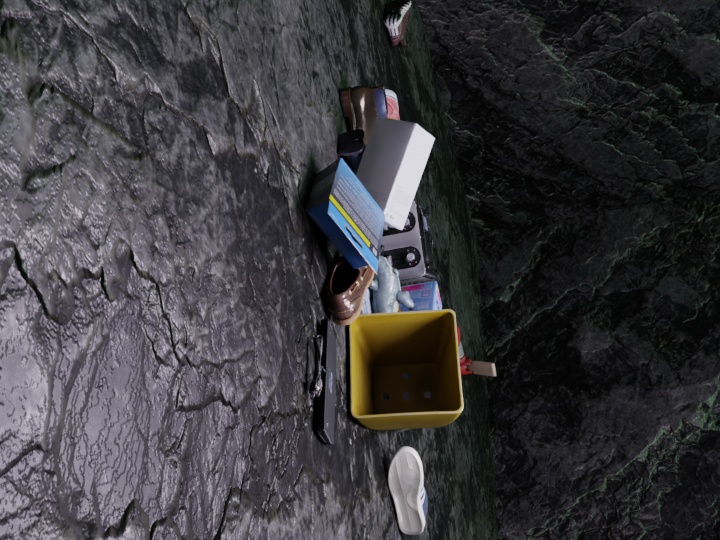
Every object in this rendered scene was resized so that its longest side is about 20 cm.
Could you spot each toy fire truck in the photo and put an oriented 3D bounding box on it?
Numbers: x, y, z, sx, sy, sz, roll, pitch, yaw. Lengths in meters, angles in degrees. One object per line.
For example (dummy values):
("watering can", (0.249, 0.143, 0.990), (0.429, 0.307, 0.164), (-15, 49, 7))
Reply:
("toy fire truck", (0.258, 0.225, 2.249), (0.129, 0.198, 0.177), (-73, 151, -63))

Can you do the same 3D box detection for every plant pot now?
("plant pot", (0.086, 0.207, 1.590), (0.177, 0.198, 0.202), (80, 7, -61))

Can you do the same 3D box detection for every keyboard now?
("keyboard", (-0.060, 0.168, 1.340), (0.128, 0.020, 0.201), (73, 13, -53))

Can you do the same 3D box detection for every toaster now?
("toaster", (0.108, -0.065, 1.987), (0.200, 0.117, 0.183), (10, 73, -76))

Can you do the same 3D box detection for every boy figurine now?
("boy figurine", (0.010, -0.208, 1.787), (0.201, 0.064, 0.125), (66, 19, -50))

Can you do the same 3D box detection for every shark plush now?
("shark plush", (0.045, 0.020, 1.700), (0.083, 0.090, 0.202), (-18, 106, -47))

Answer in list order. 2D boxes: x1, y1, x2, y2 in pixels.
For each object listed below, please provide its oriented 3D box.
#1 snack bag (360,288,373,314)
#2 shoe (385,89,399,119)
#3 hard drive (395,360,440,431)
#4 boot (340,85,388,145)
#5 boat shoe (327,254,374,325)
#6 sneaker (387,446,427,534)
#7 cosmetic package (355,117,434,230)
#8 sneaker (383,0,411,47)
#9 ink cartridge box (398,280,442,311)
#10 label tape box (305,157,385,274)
("snack bag", (0.000, 0.000, 1.699), (0.189, 0.021, 0.202), (-44, 125, -75))
("shoe", (0.071, -0.381, 2.139), (0.200, 0.071, 0.092), (52, 26, -73))
("hard drive", (0.124, 0.256, 1.764), (0.200, 0.026, 0.133), (-33, -124, 55))
("boot", (0.025, -0.310, 1.843), (0.075, 0.096, 0.201), (-78, 155, -57))
("boat shoe", (-0.018, 0.009, 1.506), (0.201, 0.070, 0.071), (-80, 158, -54))
("sneaker", (0.099, 0.438, 1.727), (0.085, 0.074, 0.202), (-63, 151, -66))
("cosmetic package", (0.058, -0.196, 1.690), (0.085, 0.107, 0.202), (25, 86, -51))
("sneaker", (0.117, -0.762, 2.616), (0.201, 0.075, 0.116), (-66, 151, -48))
("ink cartridge box", (0.102, 0.112, 1.805), (0.201, 0.135, 0.077), (-77, 153, -59))
("label tape box", (-0.026, -0.084, 1.457), (0.144, 0.063, 0.201), (50, 25, -23))
